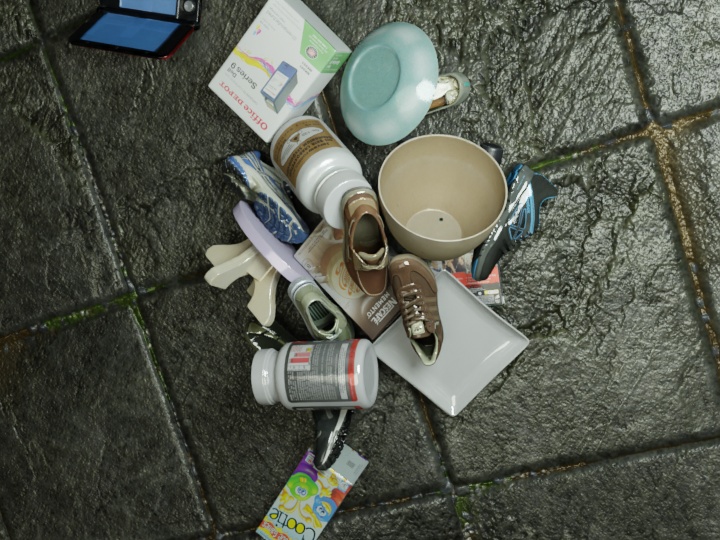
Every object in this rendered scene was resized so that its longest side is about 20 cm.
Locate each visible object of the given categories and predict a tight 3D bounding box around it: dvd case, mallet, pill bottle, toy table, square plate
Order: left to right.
[{"bbox_3d":[-0.181,-0.010,1.562,0.117,0.183,0.200,-47,53,10],"label":"toy table"},{"bbox_3d":[-0.077,0.177,1.524,0.197,0.116,0.118,-3,101,15],"label":"pill bottle"},{"bbox_3d":[-0.061,-0.157,1.465,0.115,0.113,0.200,-58,42,19],"label":"pill bottle"},{"bbox_3d":[0.136,-0.188,1.493,0.198,0.041,0.067,12,107,20],"label":"mallet"},{"bbox_3d":[0.150,0.123,1.536,0.198,0.029,0.200,39,111,-9],"label":"square plate"},{"bbox_3d":[0.159,-0.036,1.523,0.144,0.022,0.203,-7,101,18],"label":"dvd case"}]

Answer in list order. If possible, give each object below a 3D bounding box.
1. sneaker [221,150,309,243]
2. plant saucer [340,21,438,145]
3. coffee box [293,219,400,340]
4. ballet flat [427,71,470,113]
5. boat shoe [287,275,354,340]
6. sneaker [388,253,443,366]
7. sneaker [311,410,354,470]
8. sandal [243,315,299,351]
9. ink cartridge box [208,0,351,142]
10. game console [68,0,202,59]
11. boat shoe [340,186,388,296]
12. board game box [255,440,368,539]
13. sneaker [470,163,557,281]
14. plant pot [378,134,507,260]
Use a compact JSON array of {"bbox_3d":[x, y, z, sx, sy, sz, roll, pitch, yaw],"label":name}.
[{"bbox_3d":[-0.146,-0.135,1.555,0.200,0.085,0.077,48,146,12],"label":"sneaker"},{"bbox_3d":[0.033,-0.304,1.448,0.199,0.038,0.204,-7,79,39],"label":"plant saucer"},{"bbox_3d":[0.000,0.000,1.538,0.200,0.080,0.115,45,117,8],"label":"coffee box"},{"bbox_3d":[0.081,-0.278,1.472,0.198,0.064,0.068,-16,95,20],"label":"ballet flat"},{"bbox_3d":[-0.062,0.088,1.536,0.072,0.200,0.062,-36,48,3],"label":"boat shoe"},{"bbox_3d":[0.096,0.065,1.434,0.070,0.076,0.201,-14,128,12],"label":"sneaker"},{"bbox_3d":[-0.060,0.249,1.590,0.086,0.076,0.202,13,67,13],"label":"sneaker"},{"bbox_3d":[-0.132,0.161,1.635,0.201,0.080,0.057,48,152,-4],"label":"sandal"},{"bbox_3d":[-0.136,-0.338,1.514,0.145,0.087,0.200,44,113,4],"label":"ink cartridge box"},{"bbox_3d":[-0.384,-0.461,1.548,0.197,0.119,0.175,12,105,14],"label":"game console"},{"bbox_3d":[0.009,-0.032,1.403,0.075,0.072,0.202,-16,129,-3],"label":"boat shoe"},{"bbox_3d":[-0.088,0.413,1.650,0.102,0.105,0.201,34,108,8],"label":"board game box"},{"bbox_3d":[0.244,-0.066,1.451,0.081,0.073,0.202,26,98,-6],"label":"sneaker"},{"bbox_3d":[0.123,-0.093,1.427,0.198,0.202,0.135,22,150,11],"label":"plant pot"}]
